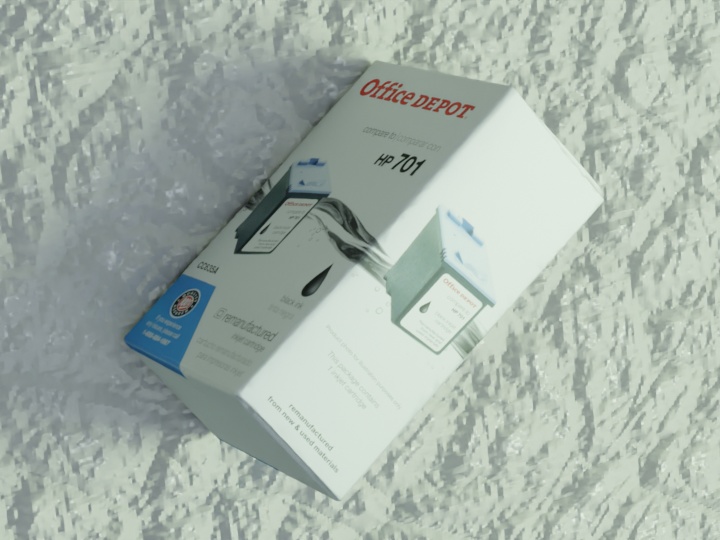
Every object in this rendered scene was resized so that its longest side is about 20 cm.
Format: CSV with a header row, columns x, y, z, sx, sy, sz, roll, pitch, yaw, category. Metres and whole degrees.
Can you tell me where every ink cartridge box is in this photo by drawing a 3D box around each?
x,y,z,sx,sy,sz,roll,pitch,yaw,category
0.000,0.000,1.227,0.200,0.146,0.086,-50,117,-12,ink cartridge box
